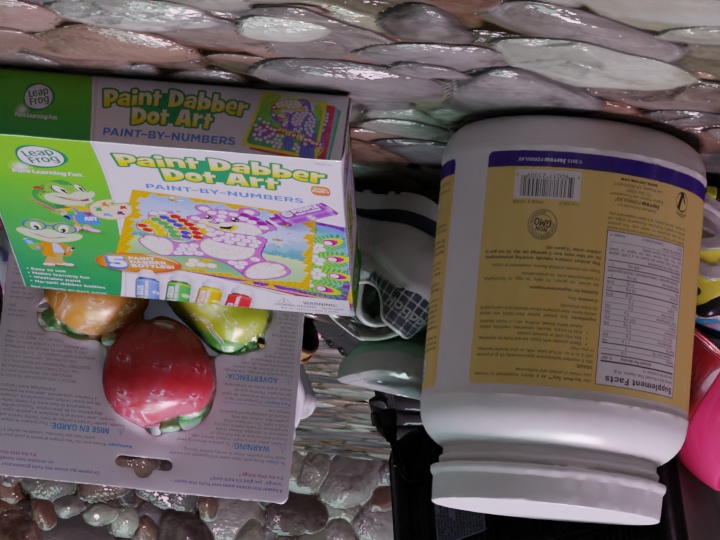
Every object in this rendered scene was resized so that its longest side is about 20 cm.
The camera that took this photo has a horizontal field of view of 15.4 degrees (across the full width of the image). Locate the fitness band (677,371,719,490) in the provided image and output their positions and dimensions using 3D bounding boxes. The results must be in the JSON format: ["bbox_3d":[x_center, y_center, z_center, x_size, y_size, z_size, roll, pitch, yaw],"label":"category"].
[{"bbox_3d":[0.244,0.035,1.470,0.037,0.201,0.143,39,-151,19],"label":"fitness band"}]

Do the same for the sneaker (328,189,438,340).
[{"bbox_3d":[0.000,0.000,1.619,0.076,0.081,0.200,31,168,-18],"label":"sneaker"}]

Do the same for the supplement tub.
[{"bbox_3d":[0.107,0.029,1.420,0.144,0.201,0.145,5,172,1],"label":"supplement tub"}]

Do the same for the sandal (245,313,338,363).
[{"bbox_3d":[-0.064,0.038,1.756,0.081,0.055,0.200,11,171,-31],"label":"sandal"}]

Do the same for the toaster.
[{"bbox_3d":[0.113,0.154,1.543,0.180,0.201,0.119,-21,133,16],"label":"toaster"}]

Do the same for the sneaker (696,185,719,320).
[{"bbox_3d":[0.136,-0.012,1.555,0.199,0.077,0.075,2,173,39],"label":"sneaker"}]

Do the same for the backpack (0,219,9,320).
[{"bbox_3d":[-0.318,0.004,1.766,0.199,0.168,0.127,1,-170,9],"label":"backpack"}]

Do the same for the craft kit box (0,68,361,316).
[{"bbox_3d":[-0.100,-0.040,1.465,0.199,0.049,0.198,5,153,5],"label":"craft kit box"}]

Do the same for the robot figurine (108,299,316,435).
[{"bbox_3d":[-0.108,0.063,1.906,0.169,0.201,0.113,20,123,-35],"label":"robot figurine"}]

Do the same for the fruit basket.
[{"bbox_3d":[-0.125,0.034,1.610,0.184,0.201,0.094,5,171,-3],"label":"fruit basket"}]

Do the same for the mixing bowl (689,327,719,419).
[{"bbox_3d":[0.144,0.072,1.683,0.200,0.109,0.200,34,172,5],"label":"mixing bowl"}]

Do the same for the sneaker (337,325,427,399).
[{"bbox_3d":[0.036,0.021,1.677,0.073,0.119,0.200,14,-179,3],"label":"sneaker"}]

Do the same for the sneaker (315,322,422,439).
[{"bbox_3d":[0.006,0.072,2.021,0.199,0.100,0.071,17,-171,8],"label":"sneaker"}]

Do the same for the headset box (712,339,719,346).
[{"bbox_3d":[0.181,0.115,1.874,0.199,0.175,0.093,-3,-173,-12],"label":"headset box"}]

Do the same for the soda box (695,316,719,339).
[{"bbox_3d":[0.296,0.007,1.588,0.199,0.069,0.064,3,165,18],"label":"soda box"}]
